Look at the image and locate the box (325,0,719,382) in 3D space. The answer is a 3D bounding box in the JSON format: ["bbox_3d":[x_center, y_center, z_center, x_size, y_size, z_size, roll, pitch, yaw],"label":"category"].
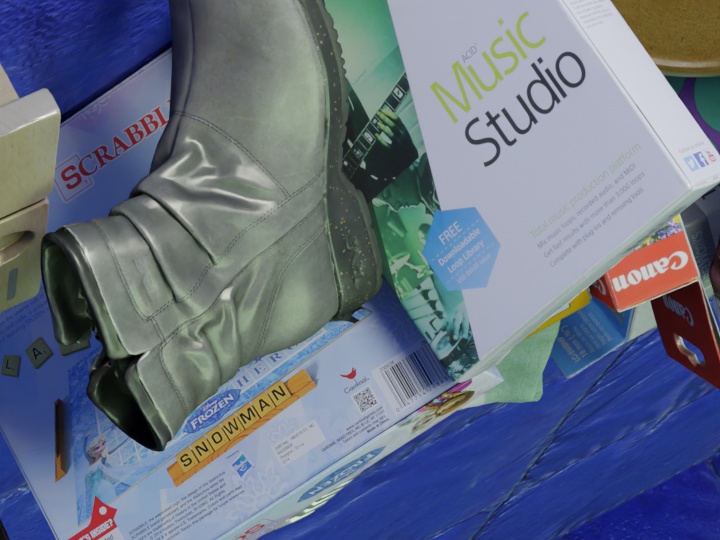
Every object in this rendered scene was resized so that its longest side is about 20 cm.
[{"bbox_3d":[0.035,-0.076,0.973,0.144,0.200,0.036,-42,165,36],"label":"box"}]

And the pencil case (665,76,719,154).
[{"bbox_3d":[0.160,-0.081,1.339,0.199,0.085,0.092,-17,132,26],"label":"pencil case"}]

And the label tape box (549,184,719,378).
[{"bbox_3d":[0.167,-0.045,1.435,0.200,0.144,0.063,-29,132,-7],"label":"label tape box"}]

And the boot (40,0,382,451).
[{"bbox_3d":[-0.067,-0.036,0.937,0.130,0.201,0.068,-34,-148,-30],"label":"boot"}]

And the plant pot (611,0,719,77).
[{"bbox_3d":[0.138,-0.149,1.024,0.199,0.028,0.200,6,138,5],"label":"plant pot"}]

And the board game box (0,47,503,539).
[{"bbox_3d":[-0.072,0.015,1.068,0.200,0.200,0.041,-32,164,10],"label":"board game box"}]

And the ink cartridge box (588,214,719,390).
[{"bbox_3d":[0.125,-0.028,1.259,0.050,0.201,0.109,-22,-166,-7],"label":"ink cartridge box"}]

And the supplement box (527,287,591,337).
[{"bbox_3d":[0.000,0.000,1.220,0.200,0.110,0.109,-29,152,-5],"label":"supplement box"}]

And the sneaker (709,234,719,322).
[{"bbox_3d":[0.268,-0.040,1.325,0.200,0.076,0.116,-42,154,4],"label":"sneaker"}]

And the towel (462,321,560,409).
[{"bbox_3d":[0.008,0.068,1.348,0.199,0.023,0.153,-13,160,-6],"label":"towel"}]

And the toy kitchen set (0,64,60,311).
[{"bbox_3d":[-0.200,0.019,0.901,0.199,0.164,0.181,-25,165,-18],"label":"toy kitchen set"}]

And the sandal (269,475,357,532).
[{"bbox_3d":[-0.028,0.077,1.146,0.082,0.050,0.203,-20,165,-33],"label":"sandal"}]

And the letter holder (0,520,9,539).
[{"bbox_3d":[-0.278,0.161,1.260,0.100,0.142,0.200,-38,164,26],"label":"letter holder"}]
